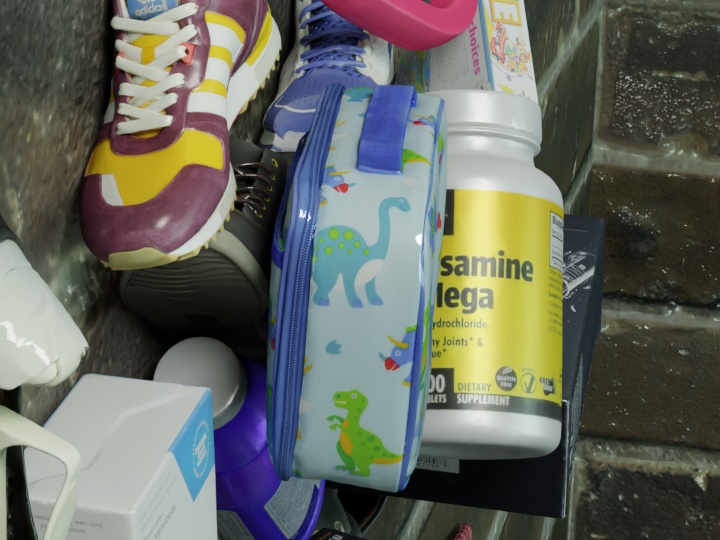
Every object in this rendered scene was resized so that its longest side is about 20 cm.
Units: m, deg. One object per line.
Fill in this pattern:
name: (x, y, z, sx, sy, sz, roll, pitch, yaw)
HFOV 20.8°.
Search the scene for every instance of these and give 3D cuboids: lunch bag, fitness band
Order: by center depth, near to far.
lunch bag: (0.000, 0.000, 0.966, 0.200, 0.082, 0.162, -80, 176, -65)
fitness band: (0.005, -0.207, 1.152, 0.200, 0.037, 0.145, 17, 59, -54)

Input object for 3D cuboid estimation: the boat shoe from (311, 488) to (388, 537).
boat shoe: (-0.033, 0.171, 1.264, 0.200, 0.067, 0.072, -50, 145, -62)

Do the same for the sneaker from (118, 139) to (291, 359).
sneaker: (-0.076, -0.027, 0.994, 0.200, 0.074, 0.107, 84, 10, -76)

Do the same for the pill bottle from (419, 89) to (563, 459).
pill bottle: (0.060, 0.004, 1.126, 0.112, 0.112, 0.202, 43, 47, -75)

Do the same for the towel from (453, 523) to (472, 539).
towel: (0.090, 0.349, 2.008, 0.200, 0.022, 0.146, -25, 118, -78)

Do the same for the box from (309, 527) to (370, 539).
box: (-0.049, 0.277, 1.176, 0.159, 0.046, 0.201, -28, 125, -52)

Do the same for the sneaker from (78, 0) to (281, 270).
sneaker: (-0.091, -0.088, 0.897, 0.201, 0.074, 0.090, -78, 157, -47)

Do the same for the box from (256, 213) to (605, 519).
box: (0.050, 0.050, 1.276, 0.183, 0.198, 0.105, -72, 163, -49)

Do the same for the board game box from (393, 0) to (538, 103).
board game box: (0.053, -0.164, 1.283, 0.134, 0.034, 0.201, -29, -118, 53)

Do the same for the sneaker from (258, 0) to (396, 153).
sneaker: (-0.018, -0.137, 1.196, 0.199, 0.080, 0.116, -66, 155, -74)

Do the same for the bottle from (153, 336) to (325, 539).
bottle: (-0.067, 0.095, 1.075, 0.200, 0.065, 0.084, 67, 30, -65)

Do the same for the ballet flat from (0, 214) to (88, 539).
ballet flat: (-0.136, 0.049, 0.733, 0.068, 0.068, 0.201, -54, 147, -66)

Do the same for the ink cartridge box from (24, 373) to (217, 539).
ink cartridge box: (-0.111, 0.164, 0.902, 0.116, 0.066, 0.201, -61, 154, -62)
